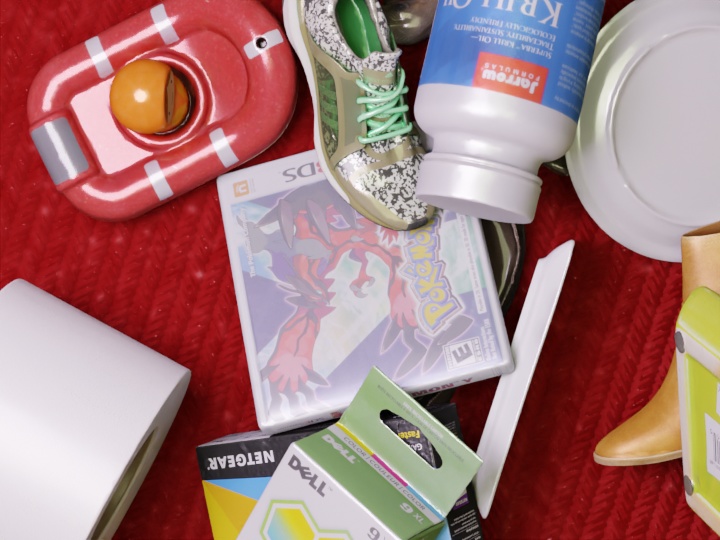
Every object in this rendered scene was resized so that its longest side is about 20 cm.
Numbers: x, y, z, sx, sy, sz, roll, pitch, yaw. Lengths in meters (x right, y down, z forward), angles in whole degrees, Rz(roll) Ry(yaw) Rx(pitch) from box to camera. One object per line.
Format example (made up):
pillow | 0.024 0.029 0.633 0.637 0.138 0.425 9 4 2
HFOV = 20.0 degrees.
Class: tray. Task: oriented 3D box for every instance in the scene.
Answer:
tray | 0.111 0.072 1.443 0.022 0.107 0.201 18 92 6

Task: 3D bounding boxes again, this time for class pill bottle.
pill bottle | 0.099 -0.137 1.373 0.112 0.112 0.201 12 85 3

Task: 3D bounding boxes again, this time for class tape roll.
tape roll | -0.224 0.124 1.415 0.139 0.203 0.203 29 93 2

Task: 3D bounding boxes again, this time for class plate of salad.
plate of salad | 0.234 -0.106 1.457 0.199 0.048 0.201 -3 103 -16

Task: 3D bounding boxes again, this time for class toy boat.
toy boat | -0.141 -0.121 1.438 0.200 0.131 0.131 -27 91 4

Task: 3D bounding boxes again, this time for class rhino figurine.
rhino figurine | 0.085 -0.155 1.461 0.200 0.060 0.088 31 84 4

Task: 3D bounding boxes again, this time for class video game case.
video game case | 0.000 0.000 1.442 0.182 0.023 0.200 -15 67 8

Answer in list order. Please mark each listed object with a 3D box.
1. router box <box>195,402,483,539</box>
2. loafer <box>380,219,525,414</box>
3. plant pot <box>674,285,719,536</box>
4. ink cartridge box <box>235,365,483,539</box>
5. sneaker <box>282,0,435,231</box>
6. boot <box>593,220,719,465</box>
router box | -0.011 0.180 1.436 0.200 0.051 0.150 -11 92 34
loafer | 0.063 0.039 1.462 0.073 0.071 0.200 22 93 2
plant pot | 0.319 0.103 1.345 0.181 0.200 0.200 -12 112 -14
ink cartridge box | -0.014 0.175 1.369 0.104 0.059 0.200 41 118 20
sneaker | 0.005 -0.122 1.399 0.077 0.089 0.200 -22 91 -18
boot | 0.240 0.045 1.445 0.201 0.071 0.144 -20 103 -9
